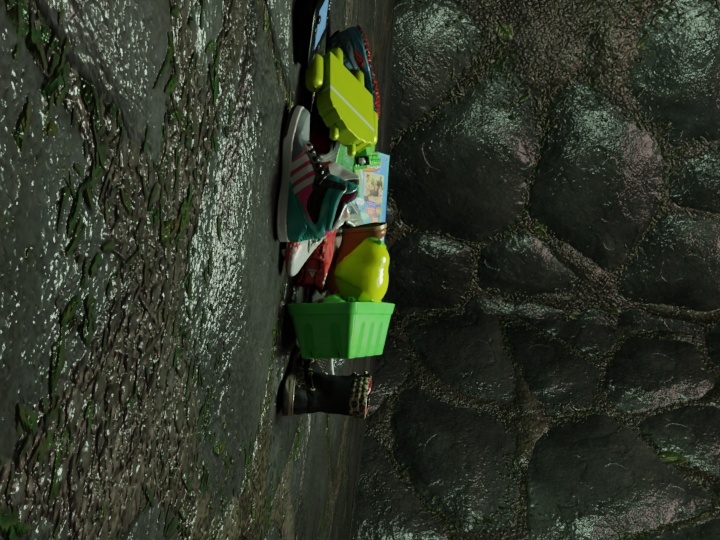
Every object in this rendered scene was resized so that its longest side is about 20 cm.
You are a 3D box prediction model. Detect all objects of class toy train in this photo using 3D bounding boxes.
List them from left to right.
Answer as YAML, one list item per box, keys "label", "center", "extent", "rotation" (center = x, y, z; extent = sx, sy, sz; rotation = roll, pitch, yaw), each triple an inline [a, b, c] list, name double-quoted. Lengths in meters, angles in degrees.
- label: "toy train"
  center: [0.012, -0.234, 1.589]
  extent: [0.200, 0.041, 0.058]
  rotation: [-51, 129, -79]

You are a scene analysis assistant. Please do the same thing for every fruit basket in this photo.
- label: "fruit basket"
  center: [-0.021, 0.047, 1.367]
  extent: [0.215, 0.151, 0.222]
  rotation: [-2, 90, -68]

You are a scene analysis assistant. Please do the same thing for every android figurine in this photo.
- label: "android figurine"
  center: [-0.027, -0.281, 1.334]
  extent: [0.181, 0.040, 0.204]
  rotation: [37, 40, -41]

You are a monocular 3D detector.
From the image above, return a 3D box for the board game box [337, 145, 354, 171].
- label: "board game box"
  center: [-0.047, -0.253, 1.460]
  extent: [0.104, 0.023, 0.205]
  rotation: [28, 62, -46]

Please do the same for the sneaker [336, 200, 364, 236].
- label: "sneaker"
  center: [-0.057, -0.119, 1.491]
  extent: [0.199, 0.076, 0.089]
  rotation: [19, 56, -69]

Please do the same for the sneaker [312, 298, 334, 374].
- label: "sneaker"
  center: [-0.086, 0.150, 1.550]
  extent: [0.085, 0.071, 0.206]
  rotation: [-151, -118, -70]

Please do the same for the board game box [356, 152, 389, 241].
- label: "board game box"
  center: [-0.001, -0.173, 1.795]
  extent: [0.150, 0.044, 0.206]
  rotation: [8, 85, -48]

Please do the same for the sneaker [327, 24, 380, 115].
- label: "sneaker"
  center: [-0.016, -0.371, 1.563]
  extent: [0.079, 0.093, 0.206]
  rotation: [-54, 133, -75]

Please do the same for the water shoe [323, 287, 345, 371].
- label: "water shoe"
  center: [-0.069, 0.107, 1.611]
  extent: [0.070, 0.078, 0.206]
  rotation: [-12, 116, -43]

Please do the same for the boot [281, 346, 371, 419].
- label: "boot"
  center: [-0.054, 0.196, 1.389]
  extent: [0.200, 0.146, 0.075]
  rotation: [-72, 167, -72]

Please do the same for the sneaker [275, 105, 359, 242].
- label: "sneaker"
  center: [-0.059, -0.141, 1.182]
  extent: [0.084, 0.117, 0.206]
  rotation: [20, 75, -85]

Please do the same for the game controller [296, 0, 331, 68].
- label: "game controller"
  center: [-0.069, -0.403, 1.273]
  extent: [0.202, 0.041, 0.107]
  rotation: [-77, 171, -55]

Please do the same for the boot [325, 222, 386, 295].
- label: "boot"
  center: [0.000, 0.000, 1.478]
  extent: [0.198, 0.072, 0.159]
  rotation: [-21, -98, 54]

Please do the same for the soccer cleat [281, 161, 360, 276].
- label: "soccer cleat"
  center: [-0.063, -0.080, 1.263]
  extent: [0.069, 0.083, 0.204]
  rotation: [83, 26, -69]

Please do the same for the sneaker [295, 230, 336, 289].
- label: "sneaker"
  center: [-0.073, -0.041, 1.378]
  extent: [0.202, 0.076, 0.118]
  rotation: [86, 8, -52]

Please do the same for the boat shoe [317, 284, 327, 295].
- label: "boat shoe"
  center: [-0.055, -0.003, 1.654]
  extent: [0.074, 0.069, 0.199]
  rotation: [-41, 172, 21]

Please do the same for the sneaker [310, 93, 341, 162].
- label: "sneaker"
  center: [-0.058, -0.249, 1.356]
  extent: [0.084, 0.074, 0.205]
  rotation: [94, 2, -62]

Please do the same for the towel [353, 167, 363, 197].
- label: "towel"
  center: [-0.013, -0.277, 1.649]
  extent: [0.151, 0.030, 0.204]
  rotation: [77, 14, -55]
